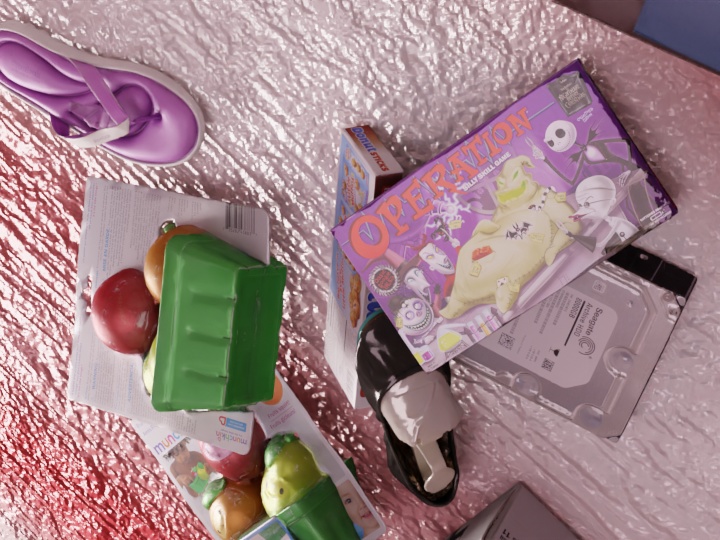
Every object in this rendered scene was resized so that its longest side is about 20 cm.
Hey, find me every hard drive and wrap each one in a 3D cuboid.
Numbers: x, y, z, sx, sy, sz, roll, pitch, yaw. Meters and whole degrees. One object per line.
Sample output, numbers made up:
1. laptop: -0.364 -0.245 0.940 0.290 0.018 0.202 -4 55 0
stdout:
1. hard drive: 0.119 0.021 0.985 0.199 0.038 0.140 27 128 12

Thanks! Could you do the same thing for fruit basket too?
1. fruit basket: -0.092 0.171 1.157 0.200 0.094 0.185 51 129 -2
2. fruit basket: -0.149 0.031 1.092 0.199 0.093 0.187 12 99 41

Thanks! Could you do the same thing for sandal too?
1. sandal: -0.214 -0.127 1.075 0.201 0.050 0.083 23 126 16

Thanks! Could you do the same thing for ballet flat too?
1. ballet flat: 0.046 0.108 1.025 0.069 0.068 0.201 58 171 40

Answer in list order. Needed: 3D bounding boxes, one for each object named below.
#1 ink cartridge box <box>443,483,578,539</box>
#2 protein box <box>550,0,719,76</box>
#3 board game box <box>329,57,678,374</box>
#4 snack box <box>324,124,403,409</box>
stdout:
1. ink cartridge box: 0.106 0.284 1.116 0.147 0.083 0.200 44 130 0
2. protein box: 0.213 -0.224 0.683 0.134 0.200 0.200 27 127 13
3. board game box: 0.093 -0.033 0.920 0.199 0.032 0.121 -35 89 15
4. snack box: 0.000 0.000 1.020 0.024 0.072 0.201 -7 124 -19
